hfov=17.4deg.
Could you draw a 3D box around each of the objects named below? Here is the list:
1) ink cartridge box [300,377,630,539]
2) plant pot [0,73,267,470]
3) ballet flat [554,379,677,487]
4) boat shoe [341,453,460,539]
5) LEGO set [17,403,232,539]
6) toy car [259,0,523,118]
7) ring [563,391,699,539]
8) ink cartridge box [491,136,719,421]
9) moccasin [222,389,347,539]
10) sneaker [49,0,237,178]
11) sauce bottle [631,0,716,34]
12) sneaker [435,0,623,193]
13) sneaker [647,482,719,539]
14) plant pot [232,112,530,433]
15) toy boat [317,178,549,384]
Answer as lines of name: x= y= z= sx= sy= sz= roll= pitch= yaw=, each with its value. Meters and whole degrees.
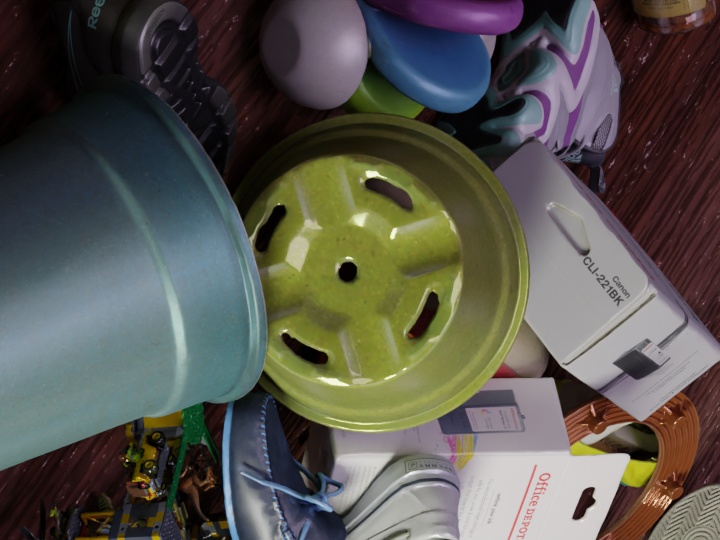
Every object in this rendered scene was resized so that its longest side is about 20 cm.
ink cartridge box: x=0.067 y=0.131 z=1.560 sx=0.199 sy=0.067 sz=0.117 roll=1 pitch=139 yaw=-13
plant pot: x=-0.187 y=0.019 z=1.293 sx=0.196 sy=0.200 sz=0.201 roll=-25 pitch=118 yaw=-30
ballet flat: x=0.179 y=0.114 z=1.762 sx=0.200 sy=0.067 sz=0.067 roll=25 pitch=48 yaw=-48
boat shoe: x=0.005 y=0.198 z=1.521 sx=0.073 sy=0.067 sz=0.200 roll=8 pitch=138 yaw=-20
LEGO set: x=-0.144 y=0.167 z=1.446 sx=0.200 sy=0.115 sz=0.154 roll=65 pitch=26 yaw=-50
toy car: x=0.038 y=-0.186 z=1.485 sx=0.175 sy=0.150 sz=0.201 roll=-9 pitch=107 yaw=-44
ring: x=0.174 y=0.166 z=1.749 sx=0.200 sy=0.019 sz=0.201 roll=-22 pitch=137 yaw=-22
ink cartridge box: x=0.156 y=0.009 z=1.610 sx=0.084 sy=0.144 sz=0.200 roll=-40 pitch=156 yaw=7
moccasin: x=-0.038 y=0.165 z=1.475 sx=0.081 sy=0.068 sz=0.201 roll=-64 pitch=146 yaw=-61
sneaker: x=-0.128 y=-0.104 z=1.398 sx=0.076 sy=0.079 sz=0.200 roll=-58 pitch=156 yaw=-27
sauce bottle: x=0.216 y=-0.273 z=1.706 sx=0.066 sy=0.066 sz=0.201 roll=-31 pitch=121 yaw=-36
sneaker: x=0.131 y=-0.090 z=1.657 sx=0.200 sy=0.078 sz=0.140 roll=-55 pitch=132 yaw=-19
sneaker: x=0.265 y=0.268 z=1.895 sx=0.084 sy=0.075 sz=0.200 roll=31 pitch=88 yaw=-44
plant pot: x=0.000 y=0.000 z=1.386 sx=0.184 sy=0.200 sz=0.201 roll=14 pitch=90 yaw=-86
toy boat: x=0.024 y=0.033 z=1.571 sx=0.131 sy=0.131 sz=0.200 roll=-43 pitch=134 yaw=8
